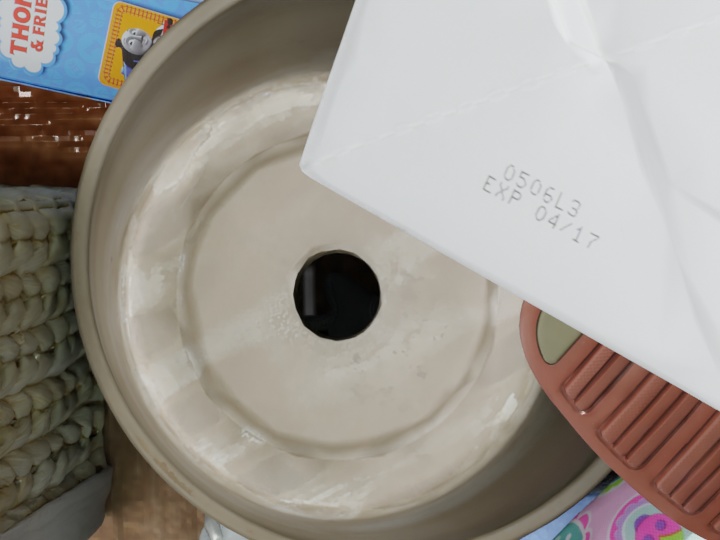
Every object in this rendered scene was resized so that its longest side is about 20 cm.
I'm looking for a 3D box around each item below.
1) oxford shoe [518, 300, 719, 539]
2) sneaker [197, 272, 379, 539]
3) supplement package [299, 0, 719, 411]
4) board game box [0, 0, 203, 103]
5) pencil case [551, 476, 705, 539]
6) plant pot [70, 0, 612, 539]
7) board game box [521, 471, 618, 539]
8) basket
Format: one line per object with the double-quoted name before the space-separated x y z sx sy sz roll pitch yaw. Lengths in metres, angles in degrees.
"oxford shoe" 0.125 0.033 0.649 0.199 0.074 0.071 28 125 -22
"sneaker" -0.047 0.086 0.848 0.115 0.075 0.200 40 91 5
"supplement package" 0.097 -0.071 0.597 0.121 0.200 0.120 29 118 18
"board game box" -0.038 -0.122 0.813 0.199 0.037 0.152 12 114 5
"pencil case" 0.130 0.060 0.738 0.200 0.087 0.087 -43 91 5
"plant pot" 0.000 0.000 0.714 0.199 0.174 0.201 0 94 6
"board game box" 0.152 0.162 0.840 0.198 0.043 0.201 -7 97 8
"basket" -0.161 0.032 0.789 0.135 0.200 0.124 4 92 6
